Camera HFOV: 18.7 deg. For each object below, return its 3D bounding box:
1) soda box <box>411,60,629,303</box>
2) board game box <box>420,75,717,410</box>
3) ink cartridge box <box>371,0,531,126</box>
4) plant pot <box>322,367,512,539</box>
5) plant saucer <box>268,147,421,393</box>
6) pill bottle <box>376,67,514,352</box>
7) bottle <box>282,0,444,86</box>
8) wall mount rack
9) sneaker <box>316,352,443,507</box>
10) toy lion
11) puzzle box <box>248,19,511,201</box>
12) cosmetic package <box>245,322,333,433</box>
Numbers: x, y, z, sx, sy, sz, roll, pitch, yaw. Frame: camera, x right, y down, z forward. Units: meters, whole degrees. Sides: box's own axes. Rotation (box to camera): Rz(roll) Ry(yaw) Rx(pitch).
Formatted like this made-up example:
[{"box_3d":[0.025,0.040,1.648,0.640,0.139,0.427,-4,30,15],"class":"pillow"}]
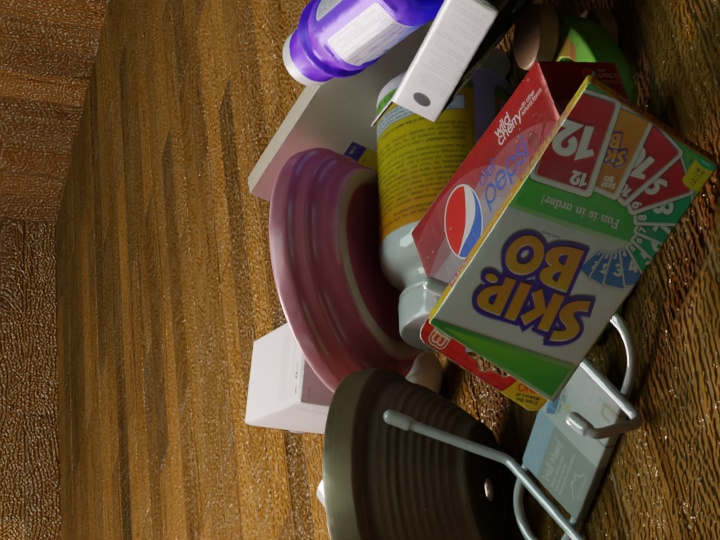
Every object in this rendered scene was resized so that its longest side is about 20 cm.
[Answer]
[{"box_3d":[0.108,-0.053,1.444,0.200,0.063,0.071,-54,46,48],"class":"soda box"},{"box_3d":[0.125,-0.011,1.349,0.201,0.095,0.030,-57,4,19],"class":"board game box"},{"box_3d":[0.100,-0.200,1.548,0.198,0.043,0.200,-52,-1,-30],"class":"ink cartridge box"},{"box_3d":[0.053,0.166,1.589,0.201,0.092,0.203,-11,-90,-70],"class":"plant pot"},{"box_3d":[0.000,0.000,1.682,0.050,0.200,0.202,-16,60,26],"class":"plant saucer"},{"box_3d":[0.068,-0.045,1.657,0.111,0.110,0.202,125,148,-60],"class":"pill bottle"},{"box_3d":[0.004,-0.190,1.602,0.084,0.065,0.200,-49,10,-30],"class":"bottle"},{"box_3d":[0.104,0.098,1.462,0.174,0.074,0.201,46,132,37],"class":"wall mount rack"},{"box_3d":[0.034,0.155,1.821,0.085,0.072,0.201,53,138,29],"class":"sneaker"},{"box_3d":[0.145,-0.057,1.496,0.192,0.068,0.201,-118,37,-53],"class":"toy lion"},{"box_3d":[0.013,-0.119,1.751,0.201,0.132,0.026,-54,28,26],"class":"puzzle box"},{"box_3d":[-0.029,0.097,1.964,0.200,0.107,0.086,155,121,-71],"class":"cosmetic package"}]
